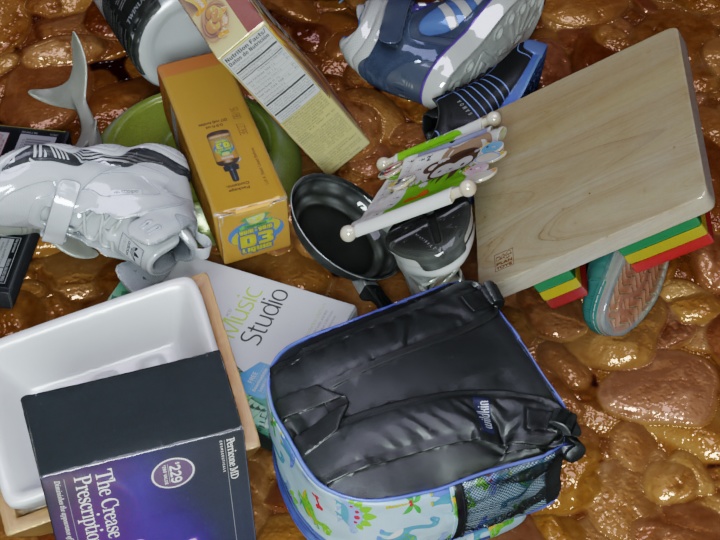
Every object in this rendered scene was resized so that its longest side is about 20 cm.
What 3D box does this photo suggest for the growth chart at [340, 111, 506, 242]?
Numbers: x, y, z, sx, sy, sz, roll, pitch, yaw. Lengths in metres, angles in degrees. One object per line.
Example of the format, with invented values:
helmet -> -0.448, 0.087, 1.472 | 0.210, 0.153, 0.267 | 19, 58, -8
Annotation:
growth chart -> 0.058, -0.079, 1.471 | 0.144, 0.018, 0.200 | -23, 16, 21

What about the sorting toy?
sorting toy -> 0.196, -0.074, 1.469 | 0.199, 0.070, 0.200 | -24, 42, 24

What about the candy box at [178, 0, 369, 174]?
candy box -> -0.078, -0.180, 1.571 | 0.055, 0.200, 0.116 | -39, 51, 6

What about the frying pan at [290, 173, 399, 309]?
frying pan -> 0.009, -0.005, 1.513 | 0.190, 0.031, 0.115 | 51, 37, 12

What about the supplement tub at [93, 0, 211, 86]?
supplement tub -> -0.196, -0.277, 1.714 | 0.122, 0.123, 0.201 | -20, 50, -17

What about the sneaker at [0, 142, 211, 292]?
sneaker -> -0.218, -0.043, 1.463 | 0.198, 0.075, 0.115 | -7, 50, -28

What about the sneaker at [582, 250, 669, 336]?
sneaker -> 0.218, -0.027, 1.520 | 0.079, 0.072, 0.201 | 1, 50, 35

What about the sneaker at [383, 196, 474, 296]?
sneaker -> 0.071, 0.002, 1.432 | 0.075, 0.116, 0.201 | -27, 12, -1

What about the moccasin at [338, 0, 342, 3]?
moccasin -> 0.018, -0.300, 1.759 | 0.199, 0.081, 0.068 | 14, 22, 34

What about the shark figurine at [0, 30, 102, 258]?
shark figurine -> -0.253, -0.103, 1.556 | 0.127, 0.090, 0.215 | 29, 48, -7

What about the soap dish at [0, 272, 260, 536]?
soap dish -> -0.187, 0.106, 1.360 | 0.198, 0.081, 0.158 | -19, 60, -4

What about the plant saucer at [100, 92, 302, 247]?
plant saucer -> -0.152, -0.103, 1.616 | 0.198, 0.031, 0.201 | -1, 47, 1

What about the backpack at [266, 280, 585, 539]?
backpack -> 0.034, 0.126, 1.321 | 0.198, 0.148, 0.184 | -15, 50, -17

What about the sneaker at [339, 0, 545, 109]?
sneaker -> 0.070, -0.242, 1.704 | 0.146, 0.081, 0.200 | 30, 57, 23

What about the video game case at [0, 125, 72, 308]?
video game case -> -0.367, -0.056, 1.581 | 0.179, 0.026, 0.201 | 6, 49, 6

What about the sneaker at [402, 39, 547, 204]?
sneaker -> 0.106, -0.148, 1.624 | 0.077, 0.070, 0.201 | 23, 52, 12

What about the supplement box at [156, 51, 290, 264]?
supplement box -> -0.119, -0.101, 1.549 | 0.066, 0.069, 0.201 | -14, 48, -11

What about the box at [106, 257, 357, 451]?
box -> -0.120, 0.061, 1.461 | 0.198, 0.037, 0.145 | 15, 49, 17

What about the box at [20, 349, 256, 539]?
box -> -0.149, 0.161, 1.255 | 0.140, 0.201, 0.079 | -15, 48, -11
